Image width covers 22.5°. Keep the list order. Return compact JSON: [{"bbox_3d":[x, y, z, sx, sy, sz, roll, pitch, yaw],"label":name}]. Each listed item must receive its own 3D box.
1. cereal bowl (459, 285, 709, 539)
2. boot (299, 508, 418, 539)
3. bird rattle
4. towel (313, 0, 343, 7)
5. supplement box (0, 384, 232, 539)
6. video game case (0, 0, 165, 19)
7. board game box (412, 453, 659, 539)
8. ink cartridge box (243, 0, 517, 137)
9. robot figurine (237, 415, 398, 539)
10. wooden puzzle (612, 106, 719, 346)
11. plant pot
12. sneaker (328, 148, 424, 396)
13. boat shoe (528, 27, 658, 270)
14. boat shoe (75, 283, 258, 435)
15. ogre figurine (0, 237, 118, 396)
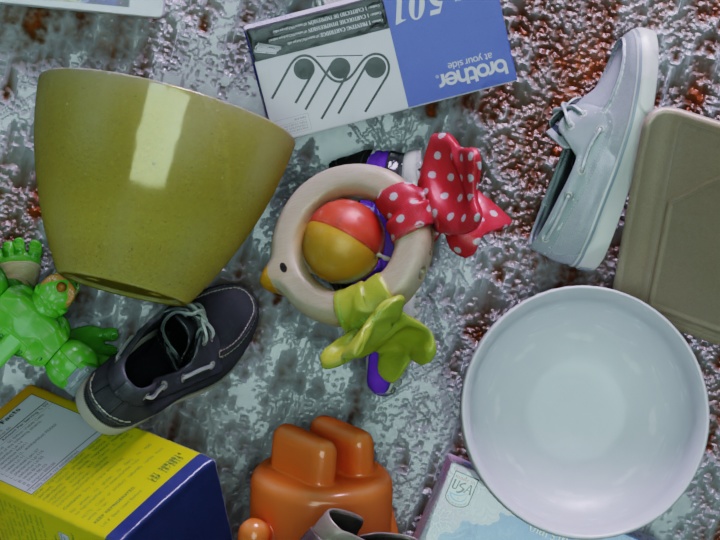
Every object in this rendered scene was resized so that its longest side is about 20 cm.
[{"bbox_3d":[0.176,0.115,1.457,0.200,0.083,0.200,0,83,-1],"label":"cereal bowl"},{"bbox_3d":[-0.051,0.240,1.336,0.200,0.070,0.146,13,116,-40],"label":"boot"},{"bbox_3d":[0.009,-0.020,1.380,0.163,0.113,0.200,23,91,23],"label":"bird rattle"},{"bbox_3d":[0.021,-0.267,1.452,0.149,0.031,0.200,-18,96,1],"label":"towel"},{"bbox_3d":[-0.210,0.184,1.385,0.200,0.109,0.110,18,132,34],"label":"supplement box"},{"bbox_3d":[-0.251,-0.282,1.449,0.200,0.018,0.143,5,95,-2],"label":"video game case"},{"bbox_3d":[0.126,0.281,1.499,0.200,0.043,0.199,22,93,-4],"label":"board game box"},{"bbox_3d":[0.015,-0.172,1.432,0.200,0.044,0.094,-14,102,-2],"label":"ink cartridge box"},{"bbox_3d":[-0.031,0.220,1.449,0.117,0.144,0.200,5,103,10],"label":"robot figurine"},{"bbox_3d":[0.306,-0.021,1.415,0.200,0.037,0.185,18,121,22],"label":"wooden puzzle"},{"bbox_3d":[-0.163,-0.054,1.367,0.200,0.200,0.142,14,82,-3],"label":"plant pot"},{"bbox_3d":[0.000,0.000,1.462,0.099,0.070,0.200,3,91,5],"label":"sneaker"},{"bbox_3d":[0.184,-0.101,1.451,0.071,0.070,0.201,14,98,-9],"label":"boat shoe"},{"bbox_3d":[-0.135,0.059,1.403,0.073,0.200,0.063,50,133,3],"label":"boat shoe"},{"bbox_3d":[-0.255,0.042,1.428,0.098,0.120,0.200,-29,96,1],"label":"ogre figurine"}]
